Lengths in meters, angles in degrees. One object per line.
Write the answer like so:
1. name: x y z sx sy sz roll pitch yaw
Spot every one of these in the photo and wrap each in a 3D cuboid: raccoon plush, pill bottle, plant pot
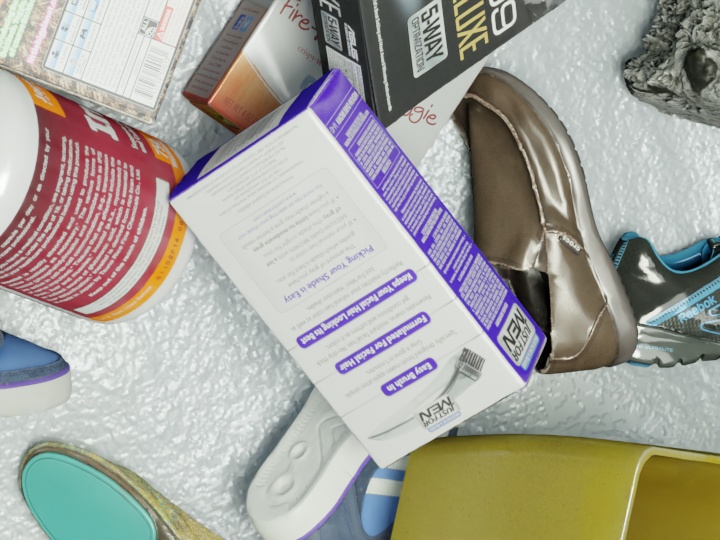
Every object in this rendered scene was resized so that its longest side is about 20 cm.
1. raccoon plush: 0.244 -0.154 1.823 0.199 0.096 0.135 23 81 -38
2. pill bottle: -0.191 -0.047 1.616 0.200 0.113 0.114 23 90 -48
3. plant pot: 0.120 0.185 1.696 0.200 0.176 0.201 11 93 -53

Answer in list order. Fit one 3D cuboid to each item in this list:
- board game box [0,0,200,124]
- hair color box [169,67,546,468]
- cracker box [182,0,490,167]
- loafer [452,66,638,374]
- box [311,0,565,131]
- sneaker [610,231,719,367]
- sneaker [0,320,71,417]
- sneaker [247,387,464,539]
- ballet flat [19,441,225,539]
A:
1. board game box: -0.187 -0.193 1.638 0.199 0.097 0.160 21 91 -22
2. hair color box: 0.000 0.000 1.644 0.109 0.065 0.200 -31 103 28
3. cracker box: 0.006 -0.147 1.738 0.134 0.058 0.201 34 86 -22
4. loafer: 0.100 -0.026 1.766 0.071 0.073 0.201 -26 92 -24
5. box: 0.039 -0.200 1.624 0.157 0.050 0.201 -35 137 -28
6. sneaker: 0.243 0.023 1.845 0.199 0.073 0.082 5 98 -21
7. sneaker: -0.252 -0.001 1.654 0.199 0.081 0.147 6 101 -15
8. sneaker: 0.030 0.124 1.783 0.200 0.080 0.147 -50 127 -17
9. ballet flat: -0.113 0.168 1.732 0.200 0.071 0.071 36 85 10
